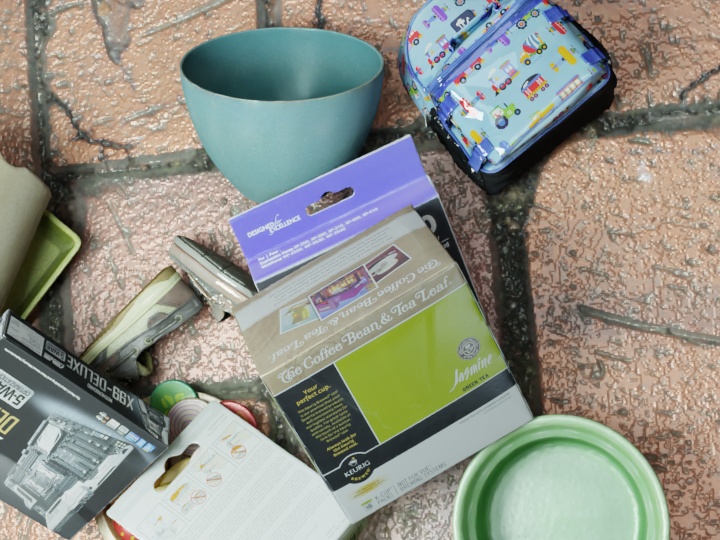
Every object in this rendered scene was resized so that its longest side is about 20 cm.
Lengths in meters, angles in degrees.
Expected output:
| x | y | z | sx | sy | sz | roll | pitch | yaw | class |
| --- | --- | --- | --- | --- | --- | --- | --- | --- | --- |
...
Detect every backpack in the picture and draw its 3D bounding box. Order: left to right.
| x | y | z | sx | sy | sz | roll | pitch | yaw | class |
| --- | --- | --- | --- | --- | --- | --- | --- | --- | --- |
| 0.130 | -0.205 | 1.413 | 0.182 | 0.135 | 0.201 | -37 | 76 | 3 | backpack |

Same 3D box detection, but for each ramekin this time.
| x | y | z | sx | sy | sz | roll | pitch | yaw | class |
| --- | --- | --- | --- | --- | --- | --- | --- | --- | --- |
| 0.190 | 0.238 | 1.365 | 0.198 | 0.098 | 0.202 | -1 | 83 | 10 | ramekin |

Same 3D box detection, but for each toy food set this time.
| x | y | z | sx | sy | sz | roll | pitch | yaw | class |
| --- | --- | --- | --- | --- | --- | --- | --- | --- | --- |
| -0.184 | 0.215 | 1.463 | 0.197 | 0.049 | 0.201 | -22 | 80 | 7 | toy food set |

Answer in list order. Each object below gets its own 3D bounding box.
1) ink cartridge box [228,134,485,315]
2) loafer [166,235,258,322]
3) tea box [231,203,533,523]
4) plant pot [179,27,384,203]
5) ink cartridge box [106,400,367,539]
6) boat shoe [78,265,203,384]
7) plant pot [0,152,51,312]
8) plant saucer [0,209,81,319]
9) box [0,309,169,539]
| x | y | z | sx | sy | sz | roll | pitch | yaw | class |
| --- | --- | --- | --- | --- | --- | --- | --- | --- | --- |
| 0.000 | 0.000 | 1.391 | 0.197 | 0.043 | 0.201 | -26 | 114 | -3 | ink cartridge box |
| -0.120 | 0.040 | 1.464 | 0.199 | 0.072 | 0.063 | 33 | 97 | 9 | loafer |
| 0.020 | 0.085 | 1.329 | 0.199 | 0.134 | 0.198 | -29 | 122 | -2 | tea box |
| -0.076 | -0.143 | 1.430 | 0.198 | 0.200 | 0.136 | 7 | 119 | 11 | plant pot |
| -0.119 | 0.241 | 1.388 | 0.199 | 0.050 | 0.162 | 31 | 63 | 25 | ink cartridge box |
| -0.240 | 0.085 | 1.471 | 0.065 | 0.073 | 0.200 | 43 | 107 | -1 | boat shoe |
| -0.408 | -0.034 | 1.426 | 0.199 | 0.201 | 0.184 | 25 | 77 | 12 | plant pot |
| -0.417 | -0.009 | 1.532 | 0.199 | 0.048 | 0.200 | 38 | 91 | 12 | plant saucer |
| -0.308 | 0.151 | 1.381 | 0.200 | 0.050 | 0.158 | 39 | 111 | -25 | box |
